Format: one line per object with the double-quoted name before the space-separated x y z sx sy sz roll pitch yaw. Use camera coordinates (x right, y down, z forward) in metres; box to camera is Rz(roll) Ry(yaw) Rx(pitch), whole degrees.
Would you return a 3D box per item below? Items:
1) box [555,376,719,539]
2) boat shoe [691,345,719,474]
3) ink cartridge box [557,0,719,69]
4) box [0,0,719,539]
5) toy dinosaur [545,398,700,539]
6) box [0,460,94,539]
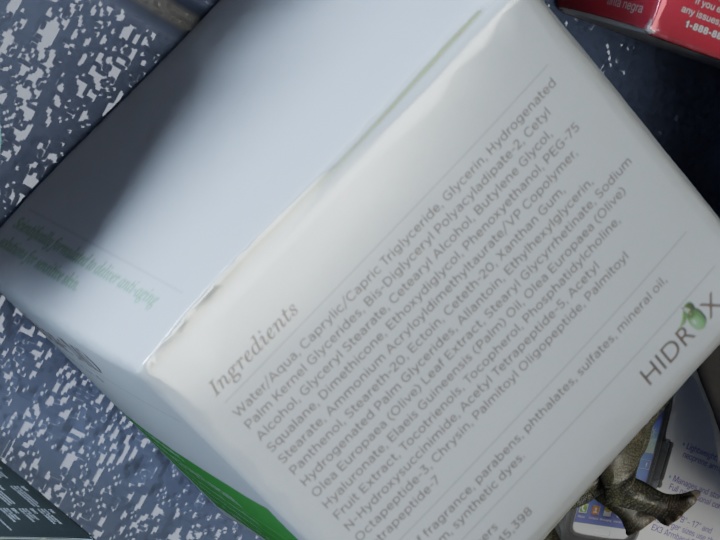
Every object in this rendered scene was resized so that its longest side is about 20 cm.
"box" 0.122 0.076 1.227 0.119 0.041 0.200 23 89 -28
"boat shoe" 0.181 0.063 1.132 0.067 0.057 0.200 -51 135 -21
"ink cartridge box" 0.191 -0.179 1.175 0.147 0.083 0.200 16 95 -27
"box" 0.000 0.000 1.058 0.200 0.199 0.171 -46 116 -9
"toy dinosaur" 0.073 0.083 1.157 0.200 0.077 0.102 -36 89 -2
"box" -0.160 0.146 1.016 0.044 0.200 0.160 4 99 -27
